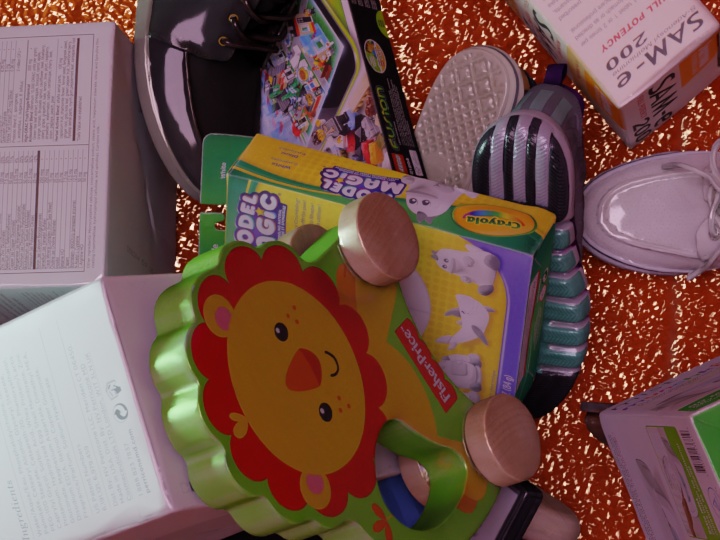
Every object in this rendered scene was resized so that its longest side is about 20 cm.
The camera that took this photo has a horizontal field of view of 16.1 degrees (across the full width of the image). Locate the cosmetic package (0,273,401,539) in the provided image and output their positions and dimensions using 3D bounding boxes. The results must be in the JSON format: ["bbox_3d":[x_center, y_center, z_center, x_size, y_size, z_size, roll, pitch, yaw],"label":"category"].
[{"bbox_3d":[-0.125,0.086,1.309,0.200,0.199,0.123,-25,78,32],"label":"cosmetic package"}]

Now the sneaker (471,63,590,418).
[{"bbox_3d":[0.102,-0.013,1.404,0.074,0.088,0.200,15,128,15],"label":"sneaker"}]

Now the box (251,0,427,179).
[{"bbox_3d":[-0.036,-0.121,1.446,0.110,0.035,0.201,-25,72,32],"label":"box"}]

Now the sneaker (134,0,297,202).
[{"bbox_3d":[-0.063,-0.141,1.398,0.106,0.075,0.201,-7,86,33],"label":"sneaker"}]

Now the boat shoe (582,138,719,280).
[{"bbox_3d":[0.215,-0.032,1.398,0.201,0.086,0.075,4,84,10],"label":"boat shoe"}]

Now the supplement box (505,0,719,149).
[{"bbox_3d":[0.111,-0.173,1.412,0.073,0.126,0.200,-39,78,2],"label":"supplement box"}]

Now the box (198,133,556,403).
[{"bbox_3d":[0.000,0.000,1.373,0.200,0.048,0.118,16,128,16],"label":"box"}]

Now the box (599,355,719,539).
[{"bbox_3d":[0.216,0.145,1.275,0.097,0.176,0.200,-24,90,-9],"label":"box"}]

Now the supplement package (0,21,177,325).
[{"bbox_3d":[-0.217,-0.044,1.434,0.199,0.152,0.151,-2,77,10],"label":"supplement package"}]

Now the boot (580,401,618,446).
[{"bbox_3d":[0.182,0.185,1.393,0.186,0.064,0.200,18,91,9],"label":"boot"}]

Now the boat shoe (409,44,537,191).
[{"bbox_3d":[0.044,-0.033,1.440,0.075,0.062,0.200,34,105,29],"label":"boat shoe"}]

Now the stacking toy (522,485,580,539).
[{"bbox_3d":[0.042,0.207,1.411,0.085,0.085,0.200,28,95,12],"label":"stacking toy"}]

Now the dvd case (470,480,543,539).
[{"bbox_3d":[0.007,0.170,1.390,0.143,0.018,0.200,38,105,42],"label":"dvd case"}]

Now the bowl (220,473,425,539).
[{"bbox_3d":[-0.039,0.181,1.390,0.200,0.039,0.201,-12,72,41],"label":"bowl"}]

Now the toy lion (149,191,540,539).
[{"bbox_3d":[-0.015,0.067,1.246,0.069,0.192,0.200,-22,107,39],"label":"toy lion"}]
